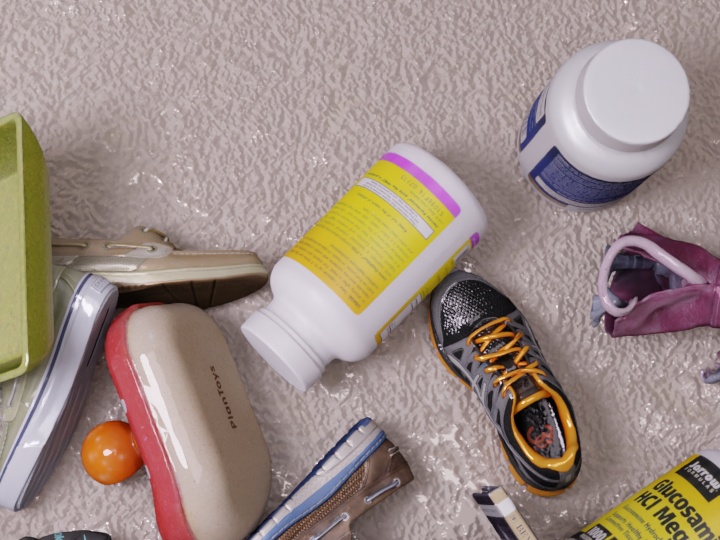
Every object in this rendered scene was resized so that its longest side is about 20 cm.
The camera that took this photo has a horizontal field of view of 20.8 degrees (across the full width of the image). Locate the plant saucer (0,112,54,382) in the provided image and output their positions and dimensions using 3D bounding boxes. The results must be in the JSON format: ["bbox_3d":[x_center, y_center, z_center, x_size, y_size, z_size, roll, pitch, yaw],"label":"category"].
[{"bbox_3d":[-0.294,0.003,1.496,0.048,0.200,0.200,10,69,-43],"label":"plant saucer"}]

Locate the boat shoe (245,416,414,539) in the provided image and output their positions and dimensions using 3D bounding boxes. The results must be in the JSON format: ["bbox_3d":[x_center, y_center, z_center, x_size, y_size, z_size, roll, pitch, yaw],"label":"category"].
[{"bbox_3d":[-0.037,0.208,1.532,0.072,0.072,0.200,44,79,1],"label":"boat shoe"}]

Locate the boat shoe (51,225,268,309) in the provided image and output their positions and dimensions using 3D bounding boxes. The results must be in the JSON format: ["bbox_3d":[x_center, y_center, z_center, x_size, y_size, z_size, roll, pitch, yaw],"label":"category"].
[{"bbox_3d":[-0.174,-0.005,1.556,0.200,0.072,0.065,-4,69,-1],"label":"boat shoe"}]

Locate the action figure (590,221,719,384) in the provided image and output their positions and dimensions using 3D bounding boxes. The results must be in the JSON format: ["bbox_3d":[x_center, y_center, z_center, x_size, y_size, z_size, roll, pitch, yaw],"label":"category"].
[{"bbox_3d":[0.291,0.012,1.571,0.200,0.149,0.134,10,73,10],"label":"action figure"}]

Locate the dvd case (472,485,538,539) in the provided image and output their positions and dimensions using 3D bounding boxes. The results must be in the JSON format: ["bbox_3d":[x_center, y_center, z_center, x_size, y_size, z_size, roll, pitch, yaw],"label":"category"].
[{"bbox_3d":[0.152,0.251,1.507,0.016,0.149,0.200,-34,85,-5],"label":"dvd case"}]

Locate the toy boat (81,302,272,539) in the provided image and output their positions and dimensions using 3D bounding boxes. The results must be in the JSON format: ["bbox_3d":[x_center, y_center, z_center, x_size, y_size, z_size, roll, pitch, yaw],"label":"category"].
[{"bbox_3d":[-0.158,0.130,1.523,0.131,0.131,0.200,-24,82,21],"label":"toy boat"}]

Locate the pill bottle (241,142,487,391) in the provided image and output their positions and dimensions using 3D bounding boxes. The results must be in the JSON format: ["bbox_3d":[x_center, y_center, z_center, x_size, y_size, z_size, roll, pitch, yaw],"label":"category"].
[{"bbox_3d":[0.000,0.000,1.556,0.104,0.104,0.200,44,78,2],"label":"pill bottle"}]

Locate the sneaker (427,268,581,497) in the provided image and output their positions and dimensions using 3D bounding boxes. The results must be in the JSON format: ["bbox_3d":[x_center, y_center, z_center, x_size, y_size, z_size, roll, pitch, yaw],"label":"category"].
[{"bbox_3d":[0.122,0.085,1.569,0.078,0.077,0.200,-31,83,-9],"label":"sneaker"}]

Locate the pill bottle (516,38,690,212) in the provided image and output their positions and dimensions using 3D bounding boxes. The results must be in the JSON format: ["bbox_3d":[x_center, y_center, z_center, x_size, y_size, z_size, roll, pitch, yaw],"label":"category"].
[{"bbox_3d":[0.194,-0.117,1.548,0.111,0.200,0.111,1,81,-6],"label":"pill bottle"}]

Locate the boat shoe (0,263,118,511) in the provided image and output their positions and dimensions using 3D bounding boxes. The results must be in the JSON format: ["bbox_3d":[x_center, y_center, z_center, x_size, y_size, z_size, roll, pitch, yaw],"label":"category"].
[{"bbox_3d":[-0.247,0.088,1.516,0.062,0.072,0.200,24,100,10],"label":"boat shoe"}]

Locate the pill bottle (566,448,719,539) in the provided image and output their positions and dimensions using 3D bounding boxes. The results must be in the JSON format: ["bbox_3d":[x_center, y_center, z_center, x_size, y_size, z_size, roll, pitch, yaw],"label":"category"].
[{"bbox_3d":[0.262,0.212,1.543,0.200,0.112,0.112,-33,85,-11],"label":"pill bottle"}]

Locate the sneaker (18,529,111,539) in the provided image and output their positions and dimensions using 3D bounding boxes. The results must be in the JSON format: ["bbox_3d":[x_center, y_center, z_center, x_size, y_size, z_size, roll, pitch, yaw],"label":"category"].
[{"bbox_3d":[-0.209,0.294,1.498,0.079,0.075,0.200,-13,82,-11],"label":"sneaker"}]
